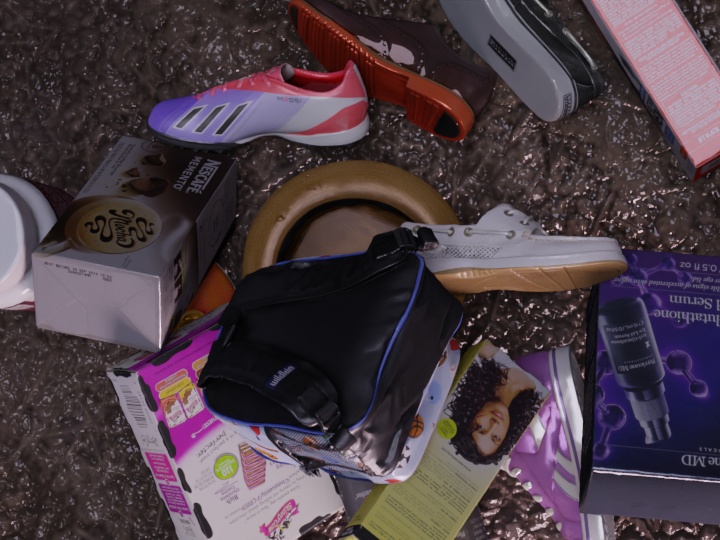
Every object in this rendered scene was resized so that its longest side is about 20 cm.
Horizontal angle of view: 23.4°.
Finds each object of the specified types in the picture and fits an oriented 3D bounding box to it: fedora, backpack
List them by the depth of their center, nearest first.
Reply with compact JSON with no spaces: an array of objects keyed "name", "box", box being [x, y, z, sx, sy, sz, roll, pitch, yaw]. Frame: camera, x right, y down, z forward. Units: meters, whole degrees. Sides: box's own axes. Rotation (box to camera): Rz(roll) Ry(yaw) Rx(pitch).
[{"name":"backpack","box":[-0.025,0.074,1.377,0.190,0.154,0.201,6,55,35]},{"name":"fedora","box":[0.000,0.000,1.508,0.199,0.082,0.202,0,88,12]}]

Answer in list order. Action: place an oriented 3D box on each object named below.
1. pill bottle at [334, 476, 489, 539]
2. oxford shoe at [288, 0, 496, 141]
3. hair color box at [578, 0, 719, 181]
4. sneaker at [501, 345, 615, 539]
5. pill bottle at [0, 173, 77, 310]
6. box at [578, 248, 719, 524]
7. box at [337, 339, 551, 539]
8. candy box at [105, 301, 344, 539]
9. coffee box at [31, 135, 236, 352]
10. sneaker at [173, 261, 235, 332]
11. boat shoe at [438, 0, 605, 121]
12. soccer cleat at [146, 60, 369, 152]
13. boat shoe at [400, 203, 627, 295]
[{"name":"pill bottle","box":[0.053,0.234,1.471,0.112,0.113,0.201,-18,85,9]},{"name":"oxford shoe","box":[0.027,-0.192,1.529,0.199,0.071,0.073,34,68,10]},{"name":"hair color box","box":[0.252,-0.179,1.457,0.064,0.111,0.201,-31,82,7]},{"name":"sneaker","box":[0.151,0.175,1.483,0.114,0.073,0.202,-16,74,12]},{"name":"pill bottle","box":[-0.301,-0.023,1.501,0.113,0.200,0.115,0,87,10]},{"name":"box","box":[0.257,0.095,1.405,0.147,0.104,0.201,4,63,3]},{"name":"box","box":[0.069,0.157,1.405,0.075,0.050,0.200,37,71,-7]},{"name":"candy box","box":[-0.112,0.143,1.469,0.136,0.061,0.201,-29,104,-32]},{"name":"coffee box","box":[-0.187,-0.026,1.479,0.112,0.200,0.080,11,125,11]},{"name":"sneaker","box":[-0.134,0.081,1.531,0.072,0.077,0.201,-11,84,11]},{"name":"boat shoe","box":[0.134,-0.215,1.507,0.063,0.071,0.200,-27,71,-26]},{"name":"soccer cleat","box":[-0.092,-0.149,1.526,0.198,0.068,0.074,0,126,7]},{"name":"boat shoe","box":[0.117,-0.022,1.399,0.199,0.071,0.070,-2,72,21]}]
